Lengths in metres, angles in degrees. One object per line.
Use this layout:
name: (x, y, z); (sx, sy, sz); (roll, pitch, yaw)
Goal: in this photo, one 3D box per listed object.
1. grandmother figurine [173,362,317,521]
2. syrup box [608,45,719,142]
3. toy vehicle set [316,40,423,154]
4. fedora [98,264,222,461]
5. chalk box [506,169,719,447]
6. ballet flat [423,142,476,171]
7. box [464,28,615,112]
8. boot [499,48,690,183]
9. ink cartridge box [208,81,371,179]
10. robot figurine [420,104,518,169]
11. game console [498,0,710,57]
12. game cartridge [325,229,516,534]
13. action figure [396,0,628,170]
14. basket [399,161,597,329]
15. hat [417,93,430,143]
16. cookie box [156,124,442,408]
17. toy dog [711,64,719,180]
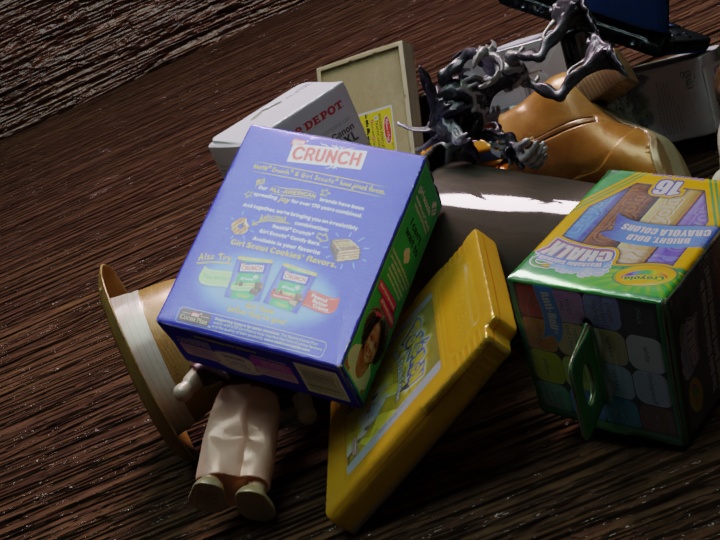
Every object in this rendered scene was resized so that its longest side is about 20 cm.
grandmother figurine: (-0.096, 0.106, 1.016); (0.120, 0.061, 0.202); (16, 49, -6)
syrup box: (0.288, -0.173, 1.290); (0.198, 0.080, 0.081); (-11, 12, 33)
toy vehicle set: (0.014, -0.160, 1.449); (0.123, 0.203, 0.026); (-11, -11, 30)
fedora: (-0.166, 0.072, 1.097); (0.081, 0.202, 0.201); (-26, 21, -5)
chalk box: (0.191, 0.034, 0.857); (0.123, 0.126, 0.200); (11, 39, 40)
ballet flat: (0.042, -0.068, 1.243); (0.056, 0.067, 0.200); (5, -46, -48)
box: (0.194, -0.220, 1.292); (0.115, 0.061, 0.200); (-11, 11, 29)
boot: (0.216, -0.090, 1.120); (0.143, 0.203, 0.070); (-34, -24, 29)
ink cartridge box: (-0.053, -0.083, 1.313); (0.145, 0.202, 0.082); (-36, 24, -25)
robot figurine: (0.170, -0.113, 1.258); (0.198, 0.145, 0.059); (-13, 61, 32)
game console: (0.243, -0.297, 1.205); (0.199, 0.120, 0.170); (29, 28, 33)
game cartridge: (0.042, 0.080, 0.937); (0.201, 0.032, 0.177); (-53, 14, 20)
action figure: (0.128, -0.157, 1.071); (0.199, 0.119, 0.102); (-32, 28, 12)
basket: (0.144, -0.015, 1.041); (0.199, 0.137, 0.181); (6, 45, 47)
hat: (0.080, -0.180, 1.538); (0.198, 0.082, 0.201); (-14, 1, 0)
cookie box: (-0.045, -0.009, 0.998); (0.169, 0.075, 0.202); (13, 63, 22)
toy dog: (0.338, -0.114, 0.980); (0.139, 0.194, 0.201); (-26, 24, 32)
